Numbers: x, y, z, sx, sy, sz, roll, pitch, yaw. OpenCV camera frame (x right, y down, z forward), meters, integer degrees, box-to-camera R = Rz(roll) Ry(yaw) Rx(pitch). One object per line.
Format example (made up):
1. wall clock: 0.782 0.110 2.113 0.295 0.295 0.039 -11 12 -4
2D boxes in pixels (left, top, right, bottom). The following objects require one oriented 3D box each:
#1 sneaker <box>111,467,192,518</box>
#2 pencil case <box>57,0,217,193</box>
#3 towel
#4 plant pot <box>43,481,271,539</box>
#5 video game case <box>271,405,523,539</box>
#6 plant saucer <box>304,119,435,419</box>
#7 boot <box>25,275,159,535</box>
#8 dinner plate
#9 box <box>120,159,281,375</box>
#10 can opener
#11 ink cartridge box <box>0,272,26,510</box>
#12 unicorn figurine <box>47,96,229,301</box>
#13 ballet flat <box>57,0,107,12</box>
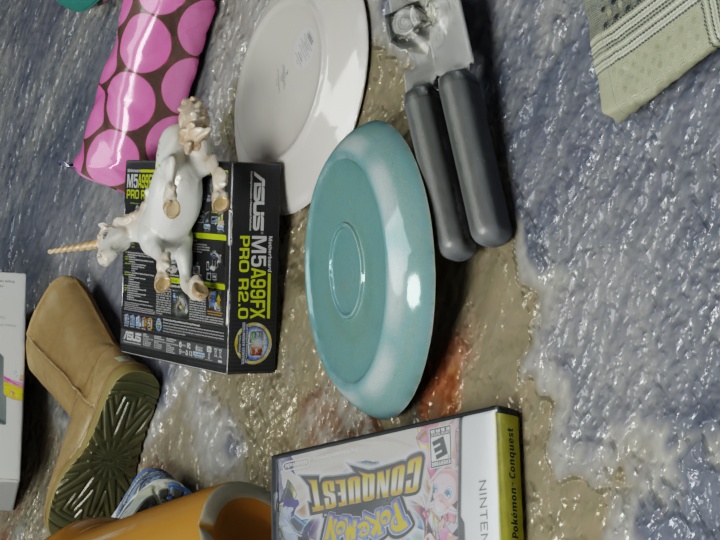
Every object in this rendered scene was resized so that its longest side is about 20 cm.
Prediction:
1. sneaker: -0.185 0.249 1.532 0.201 0.077 0.085 -64 24 12
2. pencil case: -0.186 -0.166 1.630 0.094 0.090 0.201 -125 54 -67
3. towel: 0.192 -0.208 1.079 0.200 0.034 0.194 -35 56 47
4. plant pot: -0.126 0.243 1.330 0.183 0.199 0.201 -36 50 29
5. video game case: 0.020 0.191 1.196 0.199 0.025 0.182 -16 67 40
6. plant saucer: 0.000 0.000 1.282 0.200 0.027 0.202 178 90 -70
7. boot: -0.252 0.119 1.677 0.176 0.066 0.200 -62 35 7
8. dinner plate: -0.054 -0.143 1.463 0.200 0.024 0.202 -23 63 53
9. box: -0.129 -0.007 1.505 0.200 0.044 0.162 5 93 59
10. can opener: 0.064 -0.103 1.242 0.053 0.067 0.202 -22 71 30
11. ink cartridge box: -0.361 0.116 1.794 0.145 0.087 0.202 122 150 -67
12. unicorn figurine: -0.149 -0.042 1.440 0.201 0.073 0.138 -56 33 22
13. ballet flat: -0.223 -0.293 1.752 0.200 0.069 0.072 -13 51 57
